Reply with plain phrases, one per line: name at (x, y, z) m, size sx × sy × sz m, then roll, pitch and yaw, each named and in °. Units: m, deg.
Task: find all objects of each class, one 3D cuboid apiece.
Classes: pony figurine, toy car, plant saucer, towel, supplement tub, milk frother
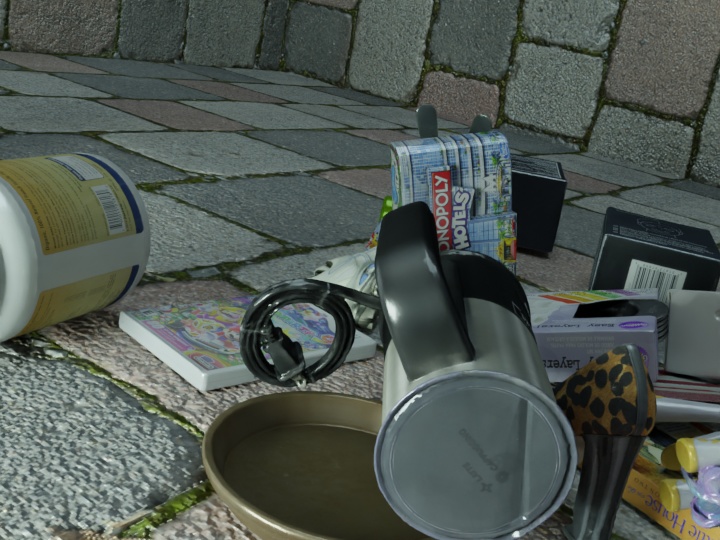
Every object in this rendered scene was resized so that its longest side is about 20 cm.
pony figurine at (0.302, 0.117, 0.582) m, size 0.197 × 0.169 × 0.193 m, roll -7°, pitch 9°, yaw -2°
toy car at (0.120, -0.129, 1.240) m, size 0.162 × 0.202 × 0.158 m, roll 11°, pitch 17°, yaw 2°
plant saucer at (-0.010, 0.139, 0.593) m, size 0.198 × 0.030 × 0.200 m, roll 10°, pitch 18°, yaw -3°
towel at (0.266, 0.110, 0.806) m, size 0.142 × 0.023 × 0.200 m, roll 7°, pitch 3°, yaw -11°
supplement tub at (-0.289, -0.020, 0.730) m, size 0.143 × 0.146 × 0.200 m, roll 18°, pitch 18°, yaw 22°
milk frother at (0.017, 0.076, 0.579) m, size 0.181 × 0.199 × 0.188 m, roll 48°, pitch 16°, yaw -15°

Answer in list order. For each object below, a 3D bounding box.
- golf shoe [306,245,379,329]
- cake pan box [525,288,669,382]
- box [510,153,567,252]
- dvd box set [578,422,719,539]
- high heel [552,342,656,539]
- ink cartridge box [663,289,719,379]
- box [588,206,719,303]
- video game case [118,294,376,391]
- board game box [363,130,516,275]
golf shoe at (0.000, 0.000, 0.972) m, size 0.096 × 0.079 × 0.200 m, roll 11°, pitch 15°, yaw 16°
cake pan box at (0.194, 0.060, 0.838) m, size 0.198 × 0.053 × 0.184 m, roll -2°, pitch 11°, yaw 22°
box at (0.224, -0.123, 1.420) m, size 0.198 × 0.125 × 0.198 m, roll 11°, pitch 16°, yaw 8°
dvd box set at (0.276, 0.171, 0.665) m, size 0.145 × 0.030 × 0.200 m, roll 0°, pitch 20°, yaw -33°
high heel at (0.139, 0.090, 0.644) m, size 0.071 × 0.144 × 0.200 m, roll 2°, pitch 19°, yaw -25°
ink cartridge box at (0.413, 0.071, 0.868) m, size 0.144 × 0.085 × 0.199 m, roll 3°, pitch -4°, yaw 44°
box at (0.389, -0.003, 1.165) m, size 0.147 × 0.108 × 0.200 m, roll 15°, pitch 18°, yaw 14°
video game case at (-0.102, 0.059, 0.810) m, size 0.199 × 0.018 × 0.143 m, roll -6°, pitch 23°, yaw -44°
board game box at (0.096, -0.063, 1.099) m, size 0.197 × 0.202 × 0.062 m, roll -9°, pitch 20°, yaw -14°
